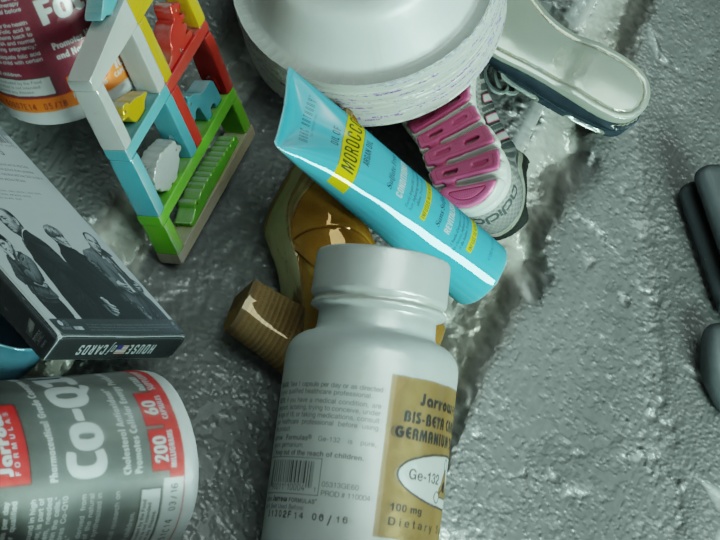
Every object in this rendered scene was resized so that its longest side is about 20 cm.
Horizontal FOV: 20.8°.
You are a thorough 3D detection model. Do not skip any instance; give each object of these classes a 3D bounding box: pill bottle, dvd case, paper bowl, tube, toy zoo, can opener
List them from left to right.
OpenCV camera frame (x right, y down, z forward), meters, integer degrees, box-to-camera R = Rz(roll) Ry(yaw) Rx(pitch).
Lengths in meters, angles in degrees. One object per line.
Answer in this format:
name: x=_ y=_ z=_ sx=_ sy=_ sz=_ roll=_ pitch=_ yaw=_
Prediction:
pill bottle: x=-0.207 y=0.121 z=1.157 sx=0.199 sy=0.114 sz=0.115 roll=-3 pitch=64 yaw=-36
dvd case: x=-0.213 y=-0.021 z=1.229 sx=0.200 sy=0.025 sz=0.150 roll=46 pitch=16 yaw=19
pill bottle: x=-0.217 y=-0.207 z=1.283 sx=0.113 sy=0.201 sz=0.115 roll=-12 pitch=38 yaw=9
toy zoo: x=-0.135 y=-0.120 z=1.310 sx=0.020 sy=0.201 sz=0.132 roll=5 pitch=49 yaw=27
paper bowl: x=0.004 y=-0.214 z=1.417 sx=0.199 sy=0.105 sz=0.202 roll=-3 pitch=65 yaw=8
pill bottle: x=0.004 y=0.090 z=1.256 sx=0.113 sy=0.114 sz=0.202 roll=11 pitch=80 yaw=-20
tube: x=0.016 y=-0.053 z=1.334 sx=0.200 sy=0.050 sz=0.078 roll=39 pitch=32 yaw=-26
can opener: x=0.284 y=0.013 z=1.508 sx=0.066 sy=0.053 sz=0.201 roll=2 pitch=63 yaw=-24

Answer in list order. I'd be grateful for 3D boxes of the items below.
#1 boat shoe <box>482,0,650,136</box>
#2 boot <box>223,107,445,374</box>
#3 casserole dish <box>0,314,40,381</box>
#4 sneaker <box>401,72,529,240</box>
boat shoe: x=0.132 y=-0.172 z=1.528 sx=0.199 sy=0.062 sz=0.075 roll=29 pitch=66 yaw=-2
boot: x=0.000 y=0.000 z=1.369 sx=0.143 sy=0.071 sz=0.202 roll=30 pitch=64 yaw=-15
casserole dish: x=-0.269 y=0.013 z=1.211 sx=0.199 sy=0.039 sz=0.121 roll=24 pitch=21 yaw=1
sneaker: x=0.078 y=-0.097 z=1.458 sx=0.088 sy=0.073 sz=0.201 roll=52 pitch=14 yaw=-45
